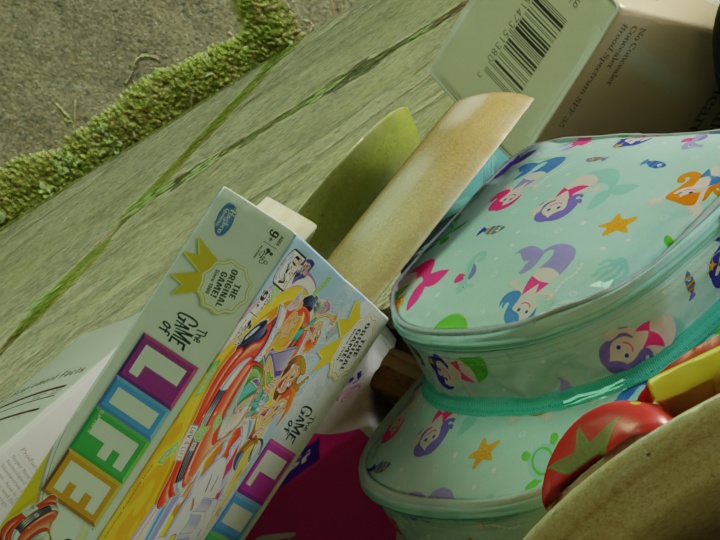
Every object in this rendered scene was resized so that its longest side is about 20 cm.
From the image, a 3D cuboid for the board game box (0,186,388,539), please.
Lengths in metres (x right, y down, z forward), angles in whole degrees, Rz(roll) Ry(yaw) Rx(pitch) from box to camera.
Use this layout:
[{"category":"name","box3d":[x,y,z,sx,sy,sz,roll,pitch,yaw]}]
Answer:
[{"category":"board game box","box3d":[-0.072,0.078,1.054,0.201,0.034,0.134,-57,-19,-3]}]

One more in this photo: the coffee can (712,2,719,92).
[{"category":"coffee can","box3d":[0.273,-0.132,1.344,0.146,0.147,0.200,-22,17,51]}]

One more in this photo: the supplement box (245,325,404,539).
[{"category":"supplement box","box3d":[-0.005,0.106,1.297,0.101,0.104,0.200,-36,12,7]}]

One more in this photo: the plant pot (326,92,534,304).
[{"category":"plant pot","box3d":[0.000,0.000,1.220,0.200,0.027,0.200,-52,0,0]}]

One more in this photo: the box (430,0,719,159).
[{"category":"box","box3d":[0.139,-0.096,1.390,0.199,0.078,0.095,5,-56,-46]}]

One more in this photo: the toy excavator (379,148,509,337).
[{"category":"toy excavator","box3d":[0.047,0.018,1.480,0.199,0.196,0.100,-3,20,13]}]

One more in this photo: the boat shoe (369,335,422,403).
[{"category":"boat shoe","box3d":[0.064,0.035,1.293,0.200,0.072,0.072,18,-88,-67]}]

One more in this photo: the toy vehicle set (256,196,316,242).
[{"category":"toy vehicle set","box3d":[-0.068,0.041,1.197,0.125,0.026,0.200,-61,-1,9]}]

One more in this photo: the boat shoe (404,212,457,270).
[{"category":"boat shoe","box3d":[0.115,0.004,1.353,0.199,0.085,0.069,-10,7,26]}]

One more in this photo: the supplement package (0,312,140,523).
[{"category":"supplement package","box3d":[-0.162,0.129,1.632,0.200,0.122,0.120,-41,12,-31]}]

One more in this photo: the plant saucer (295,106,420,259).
[{"category":"plant saucer","box3d":[-0.026,0.009,1.440,0.200,0.031,0.200,-52,-7,-9]}]

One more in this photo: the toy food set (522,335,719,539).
[{"category":"toy food set","box3d":[0.132,0.065,0.956,0.197,0.049,0.200,-26,-25,1]}]

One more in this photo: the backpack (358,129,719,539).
[{"category":"backpack","box3d":[0.096,0.044,1.130,0.177,0.151,0.200,0,43,50]}]
